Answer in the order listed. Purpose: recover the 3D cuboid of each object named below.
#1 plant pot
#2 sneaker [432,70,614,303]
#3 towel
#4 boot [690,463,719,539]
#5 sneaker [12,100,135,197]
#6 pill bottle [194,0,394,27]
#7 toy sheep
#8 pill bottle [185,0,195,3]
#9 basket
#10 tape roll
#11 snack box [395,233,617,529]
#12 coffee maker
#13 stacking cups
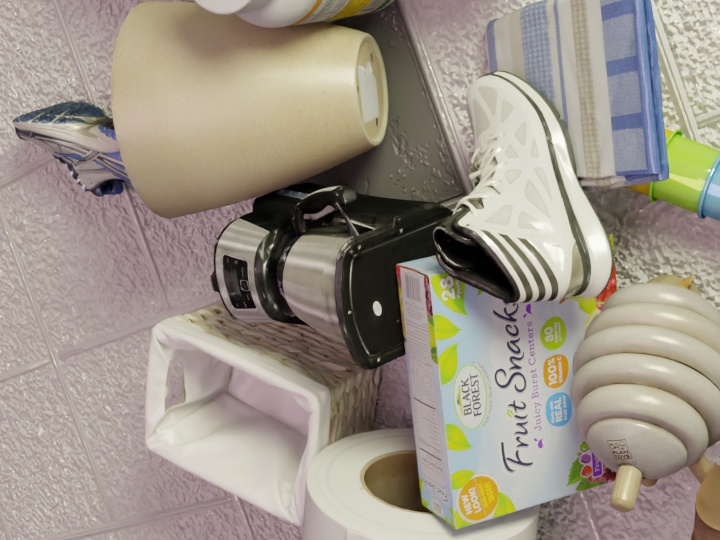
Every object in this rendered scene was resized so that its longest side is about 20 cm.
[{"bbox_3d":[-0.082,-0.144,1.116,0.197,0.187,0.191,-2,103,18],"label":"plant pot"},{"bbox_3d":[0.098,-0.064,0.956,0.202,0.114,0.076,67,149,28],"label":"sneaker"},{"bbox_3d":[0.158,-0.131,0.973,0.199,0.023,0.149,-1,96,64],"label":"towel"},{"bbox_3d":[0.313,0.157,0.962,0.076,0.201,0.156,23,153,32],"label":"boot"},{"bbox_3d":[-0.274,-0.116,1.309,0.198,0.077,0.087,14,116,32],"label":"sneaker"},{"bbox_3d":[-0.050,-0.253,1.030,0.111,0.199,0.115,11,110,32],"label":"pill bottle"},{"bbox_3d":[0.218,0.088,0.962,0.136,0.202,0.139,12,146,8],"label":"toy sheep"},{"bbox_3d":[-0.199,-0.326,1.169,0.198,0.112,0.114,29,118,25],"label":"pill bottle"},{"bbox_3d":[-0.090,0.124,1.218,0.198,0.123,0.138,21,115,29],"label":"basket"},{"bbox_3d":[0.048,0.241,1.107,0.200,0.202,0.141,16,113,30],"label":"tape roll"},{"bbox_3d":[0.122,0.081,1.026,0.068,0.166,0.203,-162,63,-65],"label":"snack box"},{"bbox_3d":[0.000,0.000,1.108,0.199,0.190,0.137,14,96,52],"label":"coffee maker"},{"bbox_3d":[0.276,-0.060,0.949,0.198,0.060,0.061,22,115,26],"label":"stacking cups"}]
